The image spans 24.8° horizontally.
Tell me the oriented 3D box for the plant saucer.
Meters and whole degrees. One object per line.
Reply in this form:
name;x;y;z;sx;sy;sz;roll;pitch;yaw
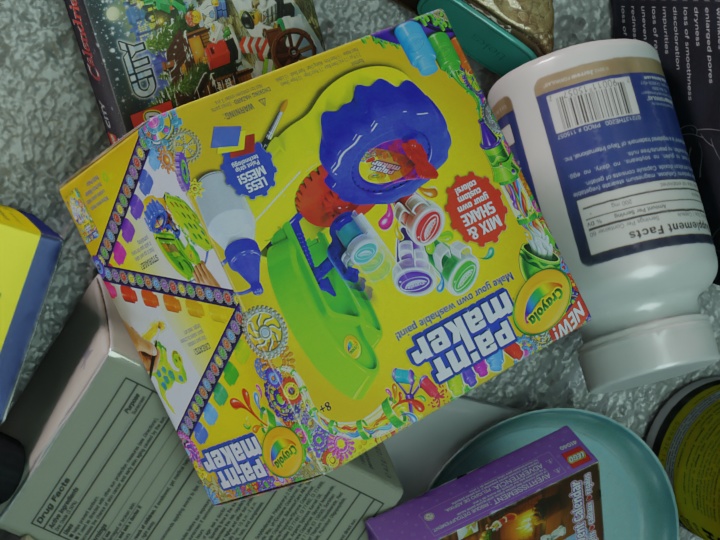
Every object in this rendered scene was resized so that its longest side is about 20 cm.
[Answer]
plant saucer;0.117;0.185;1.082;0.200;0.027;0.200;-4;101;-19

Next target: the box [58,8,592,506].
box;-0.017;-0.008;0.879;0.200;0.122;0.193;-27;91;-36

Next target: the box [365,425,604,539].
box;0.084;0.201;0.997;0.137;0.039;0.200;-23;131;-14

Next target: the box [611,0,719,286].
box;0.260;-0.095;1.022;0.124;0.197;0.200;-9;103;-18

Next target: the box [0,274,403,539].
box;-0.097;0.113;0.962;0.200;0.109;0.128;29;104;-22

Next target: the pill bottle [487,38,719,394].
pill bottle;0.154;-0.031;1.004;0.111;0.111;0.200;-10;79;-18

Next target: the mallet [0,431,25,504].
mallet;-0.240;0.168;0.849;0.066;0.041;0.200;34;65;-32

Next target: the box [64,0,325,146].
box;-0.103;-0.176;0.940;0.137;0.038;0.200;-25;113;-23

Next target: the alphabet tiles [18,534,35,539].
alphabet tiles;-0.194;0.227;0.959;0.200;0.008;0.167;41;123;-21

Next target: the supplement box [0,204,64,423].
supplement box;-0.279;-0.003;0.888;0.200;0.109;0.110;19;92;-22

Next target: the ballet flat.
ballet flat;0.039;-0.192;1.004;0.200;0.071;0.065;33;60;-25

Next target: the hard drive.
hard drive;0.083;0.155;1.093;0.200;0.027;0.132;15;95;-22

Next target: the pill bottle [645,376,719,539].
pill bottle;0.279;0.144;1.068;0.112;0.200;0.112;-3;101;-19
